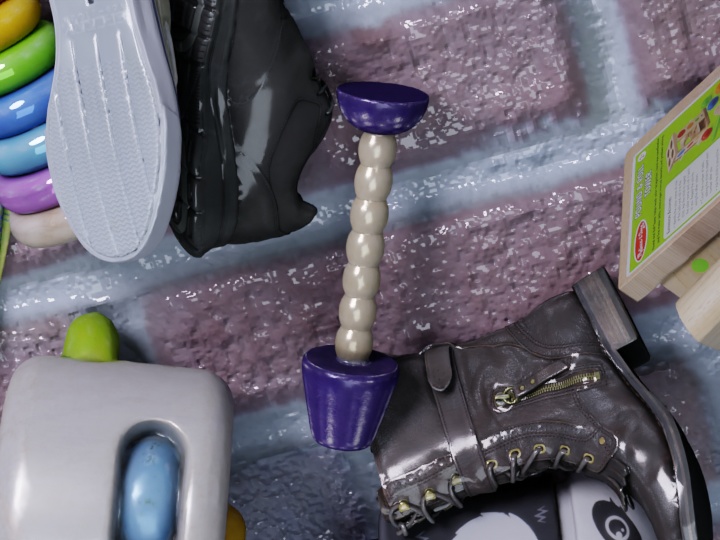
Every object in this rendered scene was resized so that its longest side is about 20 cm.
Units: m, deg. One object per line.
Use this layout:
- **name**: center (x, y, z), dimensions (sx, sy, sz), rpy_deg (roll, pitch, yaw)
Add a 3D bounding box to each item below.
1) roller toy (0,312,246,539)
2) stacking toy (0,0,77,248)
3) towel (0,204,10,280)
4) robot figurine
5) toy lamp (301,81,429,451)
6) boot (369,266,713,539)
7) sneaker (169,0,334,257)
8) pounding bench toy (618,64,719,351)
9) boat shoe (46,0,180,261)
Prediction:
- **roller toy**: center (-0.134, 0.145, 1.310), dimensions (0.138, 0.183, 0.202), rpy_deg (5, 118, -4)
- **stacking toy**: center (-0.186, -0.116, 1.232), dimensions (0.085, 0.086, 0.201), rpy_deg (-20, 112, 11)
- **towel**: center (-0.296, -0.029, 1.307), dimensions (0.198, 0.023, 0.145), rpy_deg (12, 117, -6)
- **robot figurine**: center (0.079, 0.185, 1.364), dimensions (0.198, 0.125, 0.151), rpy_deg (-8, 130, 4)
- **toy lamp**: center (0.000, 0.000, 1.282), dimensions (0.058, 0.058, 0.202), rpy_deg (4, 106, -2)
- **boot**: center (0.093, 0.106, 1.307), dimensions (0.173, 0.201, 0.069), rpy_deg (-25, 150, 7)
- **sneaker**: center (-0.058, -0.108, 1.245), dimensions (0.090, 0.076, 0.202), rpy_deg (-5, 115, -22)
- **pounding bench toy**: center (0.233, 0.001, 1.213), dimensions (0.155, 0.201, 0.124), rpy_deg (35, 125, -17)
- **boat shoe**: center (-0.120, -0.107, 1.192), dimensions (0.071, 0.062, 0.202), rpy_deg (-3, 93, 25)
